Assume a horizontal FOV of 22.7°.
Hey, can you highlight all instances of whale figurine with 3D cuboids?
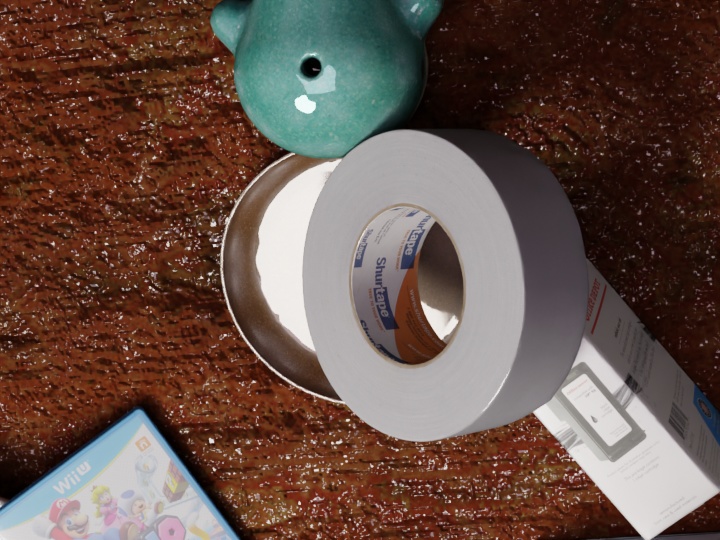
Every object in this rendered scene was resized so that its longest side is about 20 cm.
[{"bbox_3d":[-0.026,-0.173,1.179,0.159,0.104,0.200,-2,99,11],"label":"whale figurine"}]

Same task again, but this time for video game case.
[{"bbox_3d":[-0.168,0.225,1.371,0.143,0.018,0.200,-37,100,-6],"label":"video game case"}]

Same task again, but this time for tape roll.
[{"bbox_3d":[0.051,0.008,1.162,0.200,0.066,0.201,6,98,47],"label":"tape roll"}]

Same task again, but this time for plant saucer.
[{"bbox_3d":[0.000,0.000,1.278,0.200,0.032,0.200,4,110,12],"label":"plant saucer"}]

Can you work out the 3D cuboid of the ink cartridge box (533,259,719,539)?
[{"bbox_3d":[0.160,0.071,1.222,0.068,0.116,0.200,-39,97,22],"label":"ink cartridge box"}]

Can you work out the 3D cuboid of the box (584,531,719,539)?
[{"bbox_3d":[0.217,0.240,1.272,0.200,0.117,0.060,-6,108,16],"label":"box"}]

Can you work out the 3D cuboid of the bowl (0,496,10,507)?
[{"bbox_3d":[-0.337,0.257,1.395,0.200,0.075,0.200,18,91,-5],"label":"bowl"}]
